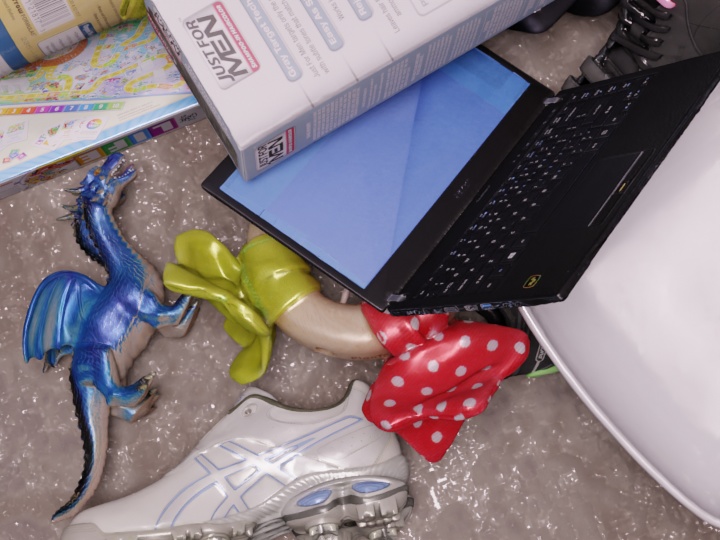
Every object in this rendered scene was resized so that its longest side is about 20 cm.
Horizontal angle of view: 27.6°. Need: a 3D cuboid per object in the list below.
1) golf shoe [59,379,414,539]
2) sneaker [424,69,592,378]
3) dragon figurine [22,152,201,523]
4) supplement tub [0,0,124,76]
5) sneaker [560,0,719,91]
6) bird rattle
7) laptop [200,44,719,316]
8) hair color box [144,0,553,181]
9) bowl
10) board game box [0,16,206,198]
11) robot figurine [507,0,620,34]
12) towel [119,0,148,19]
[{"bbox_3d":[-0.072,0.118,0.825,0.198,0.078,0.098,-9,65,-7],"label":"golf shoe"},{"bbox_3d":[0.060,-0.029,0.833,0.083,0.077,0.201,-28,82,-7],"label":"sneaker"},{"bbox_3d":[-0.155,0.036,0.831,0.099,0.059,0.202,23,79,4],"label":"dragon figurine"},{"bbox_3d":[-0.147,-0.205,0.787,0.198,0.145,0.146,-24,83,-4],"label":"supplement tub"},{"bbox_3d":[0.154,-0.122,0.791,0.099,0.200,0.071,-41,63,0],"label":"sneaker"},{"bbox_3d":[0.000,0.000,0.782,0.198,0.113,0.165,14,77,24],"label":"bird rattle"},{"bbox_3d":[0.052,-0.073,0.733,0.104,0.199,0.178,51,61,-21],"label":"laptop"},{"bbox_3d":[0.001,-0.142,0.736,0.199,0.061,0.100,-31,81,-9],"label":"hair color box"},{"bbox_3d":[0.195,0.011,0.767,0.200,0.075,0.200,-40,87,-2],"label":"bowl"},{"bbox_3d":[-0.172,-0.133,0.867,0.198,0.034,0.136,-21,83,-3],"label":"board game box"},{"bbox_3d":[0.135,-0.228,0.834,0.125,0.150,0.200,40,84,25],"label":"robot figurine"},{"bbox_3d":[-0.032,-0.182,0.771,0.199,0.086,0.018,-23,64,-34],"label":"towel"}]
